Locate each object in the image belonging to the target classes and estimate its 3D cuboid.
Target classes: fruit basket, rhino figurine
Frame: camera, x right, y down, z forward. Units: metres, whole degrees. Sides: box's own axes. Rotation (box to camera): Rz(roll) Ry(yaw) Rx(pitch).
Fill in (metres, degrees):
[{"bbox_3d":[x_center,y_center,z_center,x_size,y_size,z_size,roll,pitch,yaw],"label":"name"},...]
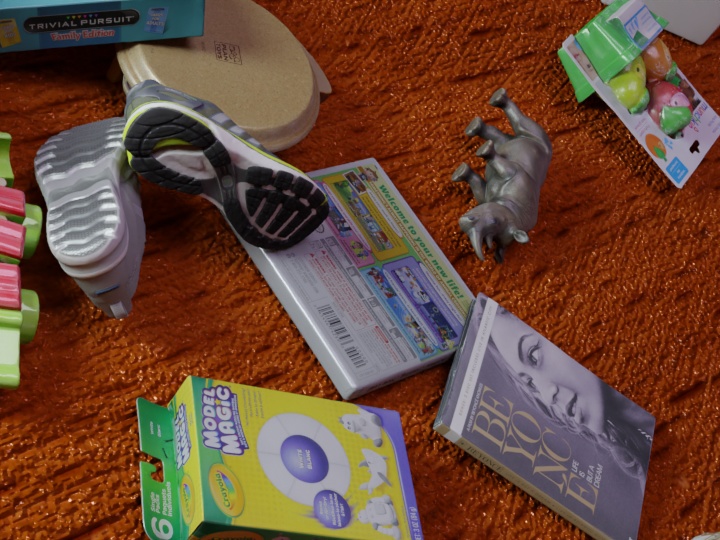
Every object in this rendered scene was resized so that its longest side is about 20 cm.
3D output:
[{"bbox_3d":[0.321,-0.206,1.498,0.200,0.094,0.185,46,41,2],"label":"fruit basket"},{"bbox_3d":[0.134,-0.079,1.270,0.087,0.060,0.201,38,43,-18],"label":"rhino figurine"}]

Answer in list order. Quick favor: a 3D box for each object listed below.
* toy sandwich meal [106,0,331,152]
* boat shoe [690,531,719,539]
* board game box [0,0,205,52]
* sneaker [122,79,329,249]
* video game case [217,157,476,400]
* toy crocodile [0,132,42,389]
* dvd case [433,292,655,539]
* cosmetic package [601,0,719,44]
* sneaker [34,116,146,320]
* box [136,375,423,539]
[{"bbox_3d":[-0.122,-0.164,1.156,0.204,0.070,0.206,17,48,-20],"label":"toy sandwich meal"},{"bbox_3d":[0.245,0.263,1.040,0.075,0.068,0.200,42,41,4],"label":"boat shoe"},{"bbox_3d":[-0.238,-0.247,1.097,0.198,0.047,0.152,-8,52,-16],"label":"board game box"},{"bbox_3d":[-0.100,-0.086,1.039,0.200,0.074,0.081,35,23,-40],"label":"sneaker"},{"bbox_3d":[0.000,0.000,1.130,0.181,0.022,0.201,-17,64,-44],"label":"video game case"},{"bbox_3d":[-0.251,-0.008,0.921,0.067,0.062,0.201,13,48,-27],"label":"toy crocodile"},{"bbox_3d":[0.158,0.125,1.120,0.199,0.016,0.149,35,45,-12],"label":"dvd case"},{"bbox_3d":[0.392,-0.426,1.688,0.165,0.168,0.201,17,46,-24],"label":"cosmetic package"},{"bbox_3d":[-0.196,-0.042,0.999,0.074,0.082,0.201,-12,37,3],"label":"sneaker"},{"bbox_3d":[-0.057,0.141,0.944,0.198,0.048,0.118,11,48,-27],"label":"box"}]
